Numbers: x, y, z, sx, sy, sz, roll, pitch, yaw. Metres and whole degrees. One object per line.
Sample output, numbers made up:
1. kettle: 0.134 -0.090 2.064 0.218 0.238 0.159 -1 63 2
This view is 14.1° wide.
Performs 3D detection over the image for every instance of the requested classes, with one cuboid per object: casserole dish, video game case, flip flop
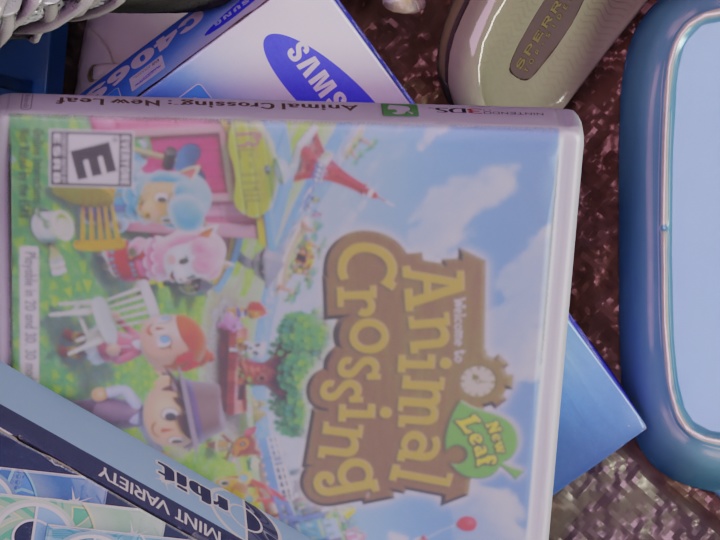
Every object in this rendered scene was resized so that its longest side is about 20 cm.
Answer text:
1. casserole dish: 0.147 -0.014 0.984 0.120 0.039 0.201 0 86 7
2. video game case: -0.026 0.041 0.931 0.181 0.022 0.201 1 115 -4
3. flip flop: 0.097 -0.128 0.969 0.200 0.081 0.058 -57 40 5

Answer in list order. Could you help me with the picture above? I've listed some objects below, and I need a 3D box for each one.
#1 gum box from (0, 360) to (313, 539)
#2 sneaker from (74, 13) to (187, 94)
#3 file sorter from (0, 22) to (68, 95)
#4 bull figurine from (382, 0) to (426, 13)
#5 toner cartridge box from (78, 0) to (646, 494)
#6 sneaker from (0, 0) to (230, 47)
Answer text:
1. gum box: -0.101 0.151 0.945 0.169 0.045 0.200 31 112 -18
2. sneaker: -0.069 -0.020 0.991 0.072 0.085 0.201 0 86 9
3. file sorter: -0.191 -0.024 0.973 0.138 0.123 0.201 4 87 23
4. bull figurine: -0.025 -0.149 0.956 0.199 0.065 0.122 28 128 30
5. toner cartridge box: 0.000 0.000 0.955 0.095 0.043 0.200 -37 112 4
6. sneaker: -0.117 -0.066 0.855 0.199 0.075 0.116 4 63 -30
